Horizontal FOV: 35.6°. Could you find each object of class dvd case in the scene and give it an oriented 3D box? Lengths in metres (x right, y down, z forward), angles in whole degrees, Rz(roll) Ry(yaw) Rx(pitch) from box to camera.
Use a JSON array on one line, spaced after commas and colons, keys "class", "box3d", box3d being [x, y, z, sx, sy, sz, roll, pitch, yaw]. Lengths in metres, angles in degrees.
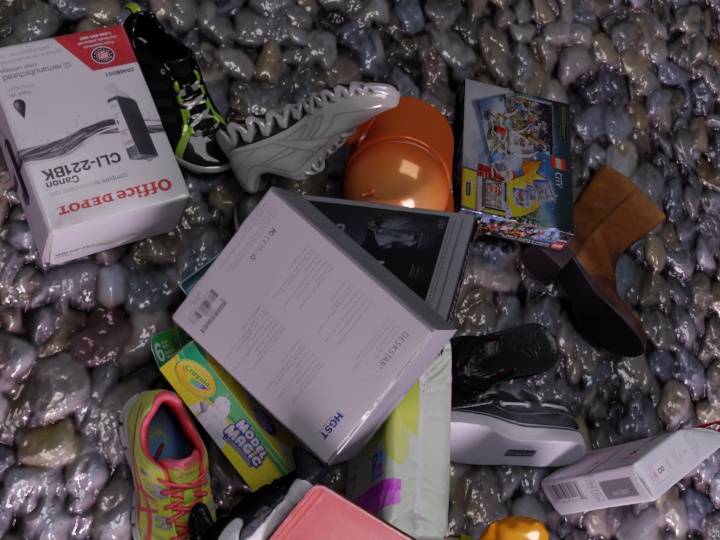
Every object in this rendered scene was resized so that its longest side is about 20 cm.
[{"class": "dvd case", "box3d": [0.000, 0.000, 1.081, 0.199, 0.025, 0.151, 8, 60, 18]}]

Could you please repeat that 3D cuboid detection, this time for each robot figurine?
[{"class": "robot figurine", "box3d": [0.040, -0.112, 1.207, 0.116, 0.144, 0.200, -2, 35, 9]}]

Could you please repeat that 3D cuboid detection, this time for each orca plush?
[{"class": "orca plush", "box3d": [-0.119, 0.223, 0.968, 0.071, 0.105, 0.200, 41, 99, 12]}]

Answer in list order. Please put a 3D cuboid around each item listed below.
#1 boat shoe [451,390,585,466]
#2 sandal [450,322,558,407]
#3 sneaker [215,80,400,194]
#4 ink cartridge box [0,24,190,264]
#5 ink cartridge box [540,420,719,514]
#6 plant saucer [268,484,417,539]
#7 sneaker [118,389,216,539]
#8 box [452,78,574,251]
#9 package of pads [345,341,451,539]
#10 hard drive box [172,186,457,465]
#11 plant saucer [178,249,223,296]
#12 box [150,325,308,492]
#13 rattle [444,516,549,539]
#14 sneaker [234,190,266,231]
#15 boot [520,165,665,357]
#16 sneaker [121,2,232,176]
[{"class": "boat shoe", "box3d": [0.147, 0.162, 1.192, 0.200, 0.072, 0.068, 8, 48, -22]}, {"class": "sandal", "box3d": [0.139, 0.097, 1.226, 0.200, 0.048, 0.075, -18, 78, -30]}, {"class": "sneaker", "box3d": [-0.047, -0.137, 1.134, 0.075, 0.200, 0.081, -22, 95, -68]}, {"class": "ink cartridge box", "box3d": [-0.273, -0.125, 1.107, 0.144, 0.084, 0.200, -18, 78, -24]}, {"class": "ink cartridge box", "box3d": [0.314, 0.189, 1.203, 0.200, 0.163, 0.057, -32, 89, -31]}, {"class": "plant saucer", "box3d": [-0.007, 0.293, 0.987, 0.200, 0.200, 0.037, 33, 24, -9]}, {"class": "sneaker", "box3d": [-0.169, 0.200, 1.021, 0.078, 0.090, 0.200, -15, 78, -30]}, {"class": "box", "box3d": [0.178, -0.126, 1.312, 0.136, 0.038, 0.200, 13, 55, -10]}, {"class": "package of pads", "box3d": [0.035, 0.174, 1.087, 0.068, 0.155, 0.200, 10, 66, -12]}, {"class": "hard drive box", "box3d": [-0.042, 0.048, 1.004, 0.200, 0.077, 0.156, 42, 100, 17]}, {"class": "plant saucer", "box3d": [-0.099, 0.073, 1.147, 0.070, 0.019, 0.200, -40, 88, -31]}, {"class": "box", "box3d": [-0.112, 0.127, 1.065, 0.048, 0.117, 0.200, -41, 88, 12]}, {"class": "rattle", "box3d": [0.087, 0.333, 1.058, 0.200, 0.143, 0.130, -30, 98, -36]}, {"class": "sneaker", "box3d": [-0.048, -0.014, 1.166, 0.200, 0.085, 0.074, 47, 58, 0]}, {"class": "boot", "box3d": [0.309, -0.012, 1.350, 0.188, 0.069, 0.200, 42, 53, 11]}, {"class": "sneaker", "box3d": [-0.196, -0.188, 1.172, 0.072, 0.083, 0.200, -36, 87, -31]}]
